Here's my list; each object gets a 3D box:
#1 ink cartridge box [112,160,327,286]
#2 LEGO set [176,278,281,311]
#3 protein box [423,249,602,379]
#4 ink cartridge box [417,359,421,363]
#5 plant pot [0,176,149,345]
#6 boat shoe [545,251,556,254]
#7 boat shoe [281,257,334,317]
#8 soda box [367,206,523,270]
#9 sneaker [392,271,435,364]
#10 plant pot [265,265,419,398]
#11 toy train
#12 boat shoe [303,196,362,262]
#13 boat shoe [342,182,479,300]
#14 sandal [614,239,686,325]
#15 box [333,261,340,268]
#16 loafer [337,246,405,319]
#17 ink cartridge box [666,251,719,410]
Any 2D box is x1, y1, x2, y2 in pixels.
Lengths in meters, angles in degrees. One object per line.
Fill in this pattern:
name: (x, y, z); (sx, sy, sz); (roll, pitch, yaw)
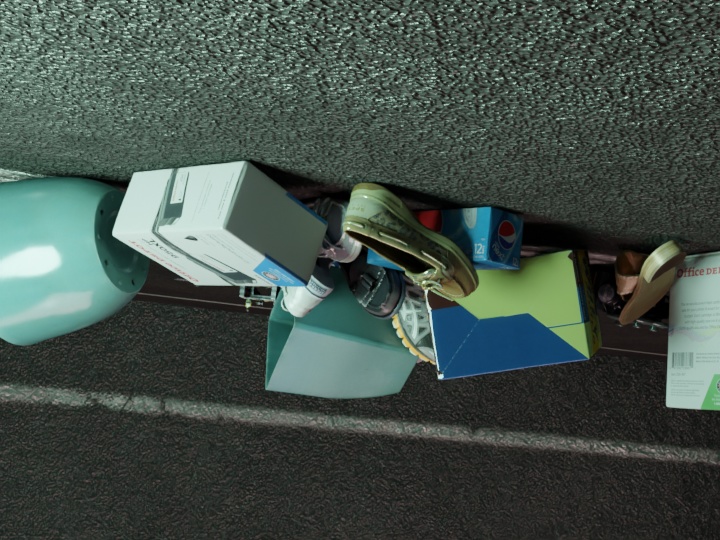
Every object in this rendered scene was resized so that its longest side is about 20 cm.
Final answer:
ink cartridge box: (-0.160, -0.048, 1.234); (0.198, 0.086, 0.144); (0, 155, 42)
LEGO set: (-0.179, 0.006, 1.686); (0.196, 0.118, 0.154); (6, 173, 3)
protein box: (0.205, 0.055, 1.442); (0.195, 0.138, 0.200); (-9, 178, 17)
ink cartridge box: (0.163, 0.080, 1.709); (0.198, 0.045, 0.177); (-28, 153, -6)
plant pot: (-0.353, -0.022, 1.325); (0.158, 0.205, 0.200); (-10, 168, 19)
boat shoe: (0.282, 0.018, 1.629); (0.070, 0.067, 0.201); (1, 169, 4)
boat shoe: (-0.081, 0.012, 1.449); (0.074, 0.086, 0.202); (37, -167, -18)
soda box: (0.101, -0.036, 1.335); (0.067, 0.065, 0.198); (12, 170, -43)
sneaker: (0.082, 0.040, 1.521); (0.077, 0.202, 0.078); (-33, 179, 38)
plant pot: (-0.021, 0.094, 1.566); (0.197, 0.143, 0.142); (14, 132, -15)
toy train: (0.408, 0.040, 1.695); (0.113, 0.087, 0.198); (16, -176, 43)
boat shoe: (-0.051, -0.050, 1.317); (0.064, 0.076, 0.201); (4, -178, -25)
boat shoe: (0.055, -0.019, 1.236); (0.199, 0.063, 0.073); (37, 152, -27)
sandal: (0.371, -0.004, 1.446); (0.077, 0.070, 0.212); (-27, 159, -11)
box: (-0.031, 0.069, 1.741); (0.063, 0.204, 0.070); (7, 173, -9)
loafer: (0.000, 0.000, 1.460); (0.062, 0.072, 0.200); (28, -166, -27)
ink cartridge box: (0.480, 0.081, 1.433); (0.086, 0.204, 0.145); (5, 174, -24)
